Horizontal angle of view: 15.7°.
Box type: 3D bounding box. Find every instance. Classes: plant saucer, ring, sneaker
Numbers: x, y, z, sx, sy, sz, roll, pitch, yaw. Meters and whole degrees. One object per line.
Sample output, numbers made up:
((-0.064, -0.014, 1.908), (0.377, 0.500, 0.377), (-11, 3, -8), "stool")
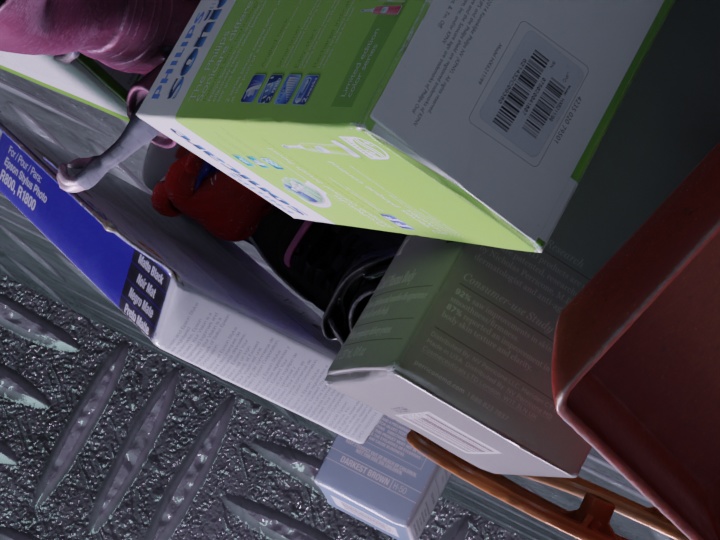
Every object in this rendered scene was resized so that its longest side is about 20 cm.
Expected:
((0.158, -0.002, 0.916), (0.037, 0.200, 0.200), (43, 180, 33), "plant saucer")
((0.113, 0.101, 1.080), (0.200, 0.019, 0.200), (23, -178, -1), "ring")
((0.000, 0.000, 1.245), (0.200, 0.071, 0.099), (37, -171, 28), "sneaker")

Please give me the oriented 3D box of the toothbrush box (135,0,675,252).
((0.020, -0.094, 0.940), (0.086, 0.146, 0.200), (33, 169, -26), "toothbrush box")

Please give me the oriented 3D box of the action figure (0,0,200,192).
((-0.112, -0.125, 1.146), (0.200, 0.149, 0.134), (17, -149, -40), "action figure")

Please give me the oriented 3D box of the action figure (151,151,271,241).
((-0.022, -0.068, 1.234), (0.200, 0.099, 0.065), (-12, 142, 41), "action figure")

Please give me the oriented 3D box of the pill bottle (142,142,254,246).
((-0.005, -0.047, 1.374), (0.200, 0.112, 0.111), (29, 171, 2), "pill bottle")

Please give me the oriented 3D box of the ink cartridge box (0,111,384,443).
((-0.102, -0.004, 1.273), (0.200, 0.041, 0.200), (31, -175, -39), "ink cartridge box")

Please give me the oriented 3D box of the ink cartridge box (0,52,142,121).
((-0.193, -0.169, 1.346), (0.148, 0.076, 0.200), (23, 168, 34), "ink cartridge box")

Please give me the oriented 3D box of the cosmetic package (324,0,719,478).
((0.079, -0.026, 0.975), (0.090, 0.200, 0.107), (29, 168, -10), "cosmetic package")

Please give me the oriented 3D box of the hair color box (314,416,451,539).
((0.048, 0.049, 1.461), (0.061, 0.200, 0.099), (27, 171, 9), "hair color box")
